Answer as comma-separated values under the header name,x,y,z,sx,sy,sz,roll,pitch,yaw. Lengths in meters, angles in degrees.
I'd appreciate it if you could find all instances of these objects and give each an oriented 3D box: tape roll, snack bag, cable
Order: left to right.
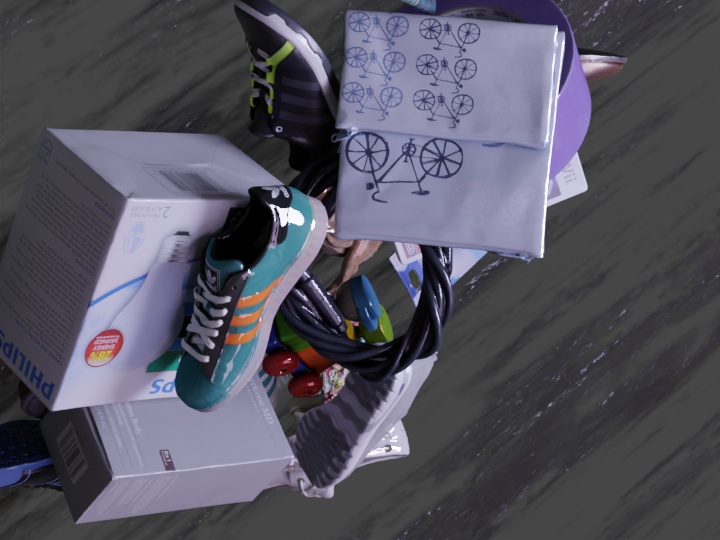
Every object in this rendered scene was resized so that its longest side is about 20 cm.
name,x,y,z,sx,sy,sz,roll,pitch,yaw
cable,0.000,0.000,1.420,0.051,0.163,0.201,-73,164,-82
snack bag,0.069,-0.113,1.371,0.021,0.188,0.201,22,74,-88
tape roll,0.102,-0.160,1.472,0.200,0.200,0.085,-43,143,-10

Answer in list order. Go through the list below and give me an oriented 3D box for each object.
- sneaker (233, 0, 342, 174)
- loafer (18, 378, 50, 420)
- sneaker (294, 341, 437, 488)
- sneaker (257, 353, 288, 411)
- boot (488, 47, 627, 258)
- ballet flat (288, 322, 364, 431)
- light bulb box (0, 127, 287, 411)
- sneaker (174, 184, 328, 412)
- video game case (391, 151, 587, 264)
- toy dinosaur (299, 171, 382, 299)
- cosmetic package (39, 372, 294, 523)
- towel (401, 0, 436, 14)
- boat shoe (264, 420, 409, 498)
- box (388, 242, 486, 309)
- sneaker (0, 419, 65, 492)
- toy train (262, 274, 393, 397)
name,x,y,z,sx,sy,sz,roll,pitch,yaw
sneaker,-0.064,-0.149,1.395,0.083,0.072,0.200,-41,132,-8
loafer,-0.225,0.092,1.481,0.200,0.063,0.072,-2,146,-41
sneaker,0.009,0.141,1.552,0.082,0.075,0.200,-8,149,-42
sneaker,-0.114,0.093,1.596,0.093,0.070,0.200,-38,145,-43
boot,0.178,-0.118,1.629,0.186,0.064,0.201,-6,105,-12
ballet flat,-0.041,0.125,1.706,0.064,0.076,0.201,4,120,-13
light bulb box,-0.185,-0.003,1.370,0.198,0.125,0.200,-3,123,-46
sneaker,-0.107,0.018,1.314,0.080,0.071,0.200,21,99,-49
video game case,0.108,-0.106,1.577,0.199,0.018,0.144,-22,111,-5
toy dinosaur,-0.015,-0.054,1.539,0.136,0.086,0.200,-47,144,-4
cosmetic package,-0.170,0.151,1.449,0.200,0.107,0.090,-5,148,-41
towel,0.001,-0.302,1.320,0.200,0.022,0.147,17,70,-54
boat shoe,-0.045,0.197,1.645,0.199,0.069,0.071,-21,167,-7
box,0.105,-0.061,1.695,0.200,0.048,0.122,-43,143,-9
sneaker,-0.272,0.174,1.483,0.200,0.070,0.078,-14,125,-41
toy train,-0.020,0.066,1.544,0.115,0.085,0.200,-18,155,11
